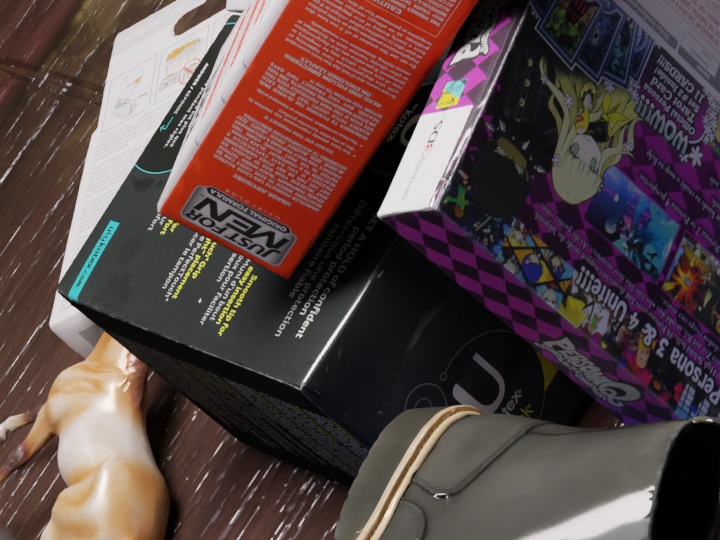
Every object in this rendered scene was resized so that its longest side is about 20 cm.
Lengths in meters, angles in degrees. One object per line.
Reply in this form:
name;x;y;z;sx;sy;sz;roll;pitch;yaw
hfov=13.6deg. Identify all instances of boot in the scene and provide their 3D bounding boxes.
boot;0.043;0.129;1.023;0.138;0.077;0.201;-6;54;41

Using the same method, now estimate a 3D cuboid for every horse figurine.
horse figurine;-0.130;0.097;1.370;0.132;0.050;0.201;-35;42;27

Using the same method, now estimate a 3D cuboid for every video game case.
video game case;0.112;-0.041;1.093;0.036;0.200;0.182;-7;53;48

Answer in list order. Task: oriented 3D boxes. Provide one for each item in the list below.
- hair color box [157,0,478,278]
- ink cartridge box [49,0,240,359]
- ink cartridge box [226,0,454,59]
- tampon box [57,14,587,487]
hair color box;0.000;-0.100;1.096;0.200;0.061;0.102;-54;13;45
ink cartridge box;-0.067;-0.064;1.467;0.160;0.050;0.201;-26;38;33
ink cartridge box;0.010;-0.164;1.301;0.115;0.067;0.202;8;95;35
tampon box;0.000;0.000;1.249;0.200;0.126;0.150;18;72;54
